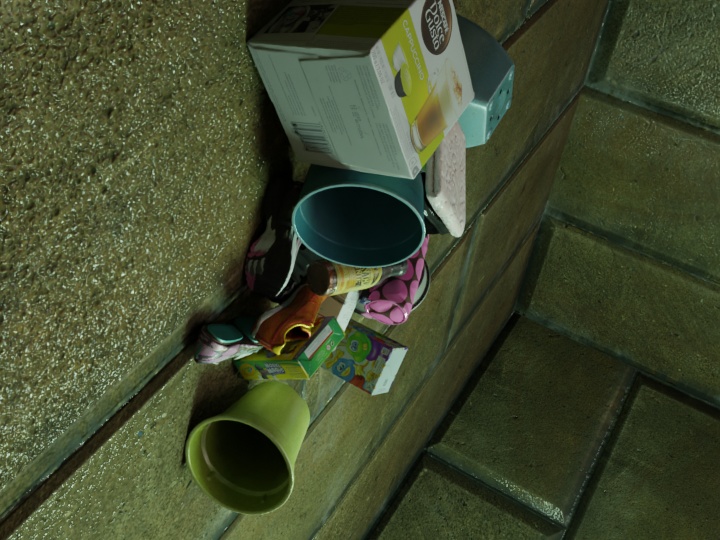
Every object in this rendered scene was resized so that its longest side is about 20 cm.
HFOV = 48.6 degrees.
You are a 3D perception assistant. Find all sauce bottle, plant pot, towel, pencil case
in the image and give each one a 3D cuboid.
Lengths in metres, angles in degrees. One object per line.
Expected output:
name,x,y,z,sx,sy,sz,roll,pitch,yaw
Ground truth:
sauce bottle,0.000,0.000,1.373,0.200,0.066,0.066,-13,129,-43
plant pot,0.176,-0.346,1.500,0.196,0.200,0.196,-57,159,-22
plant pot,0.008,-0.138,1.234,0.200,0.200,0.188,86,11,-55
towel,0.141,-0.173,1.320,0.200,0.032,0.191,39,51,-65
plant pot,-0.181,0.299,1.430,0.184,0.200,0.201,-52,160,-62
pencil case,0.066,0.002,1.507,0.094,0.091,0.200,-23,-143,47

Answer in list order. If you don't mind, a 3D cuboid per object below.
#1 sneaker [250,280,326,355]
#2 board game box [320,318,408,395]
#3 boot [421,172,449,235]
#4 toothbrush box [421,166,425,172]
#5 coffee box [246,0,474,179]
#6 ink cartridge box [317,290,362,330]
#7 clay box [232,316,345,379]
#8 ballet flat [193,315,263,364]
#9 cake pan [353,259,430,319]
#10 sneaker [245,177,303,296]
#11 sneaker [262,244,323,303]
sneaker,-0.101,0.077,1.331,0.200,0.077,0.073,-43,169,-45
board game box,-0.024,0.156,1.603,0.103,0.200,0.105,-66,160,4
boot,0.066,-0.089,1.390,0.211,0.158,0.080,45,33,-64
toothbrush box,0.093,-0.178,1.576,0.200,0.145,0.086,-21,134,-64
coffee box,0.010,-0.272,1.083,0.198,0.200,0.200,-53,140,-31
ink cartridge box,-0.066,0.040,1.476,0.200,0.116,0.067,-67,162,5
clay box,-0.134,0.135,1.384,0.115,0.200,0.048,-49,119,-39
ballet flat,-0.207,0.117,1.300,0.071,0.069,0.200,-51,163,18
cake pan,0.039,0.002,1.575,0.200,0.200,0.037,-53,161,-29
sneaker,-0.118,-0.051,1.287,0.086,0.080,0.200,-20,134,-66
sneaker,-0.092,-0.010,1.394,0.200,0.066,0.091,-38,165,-13
